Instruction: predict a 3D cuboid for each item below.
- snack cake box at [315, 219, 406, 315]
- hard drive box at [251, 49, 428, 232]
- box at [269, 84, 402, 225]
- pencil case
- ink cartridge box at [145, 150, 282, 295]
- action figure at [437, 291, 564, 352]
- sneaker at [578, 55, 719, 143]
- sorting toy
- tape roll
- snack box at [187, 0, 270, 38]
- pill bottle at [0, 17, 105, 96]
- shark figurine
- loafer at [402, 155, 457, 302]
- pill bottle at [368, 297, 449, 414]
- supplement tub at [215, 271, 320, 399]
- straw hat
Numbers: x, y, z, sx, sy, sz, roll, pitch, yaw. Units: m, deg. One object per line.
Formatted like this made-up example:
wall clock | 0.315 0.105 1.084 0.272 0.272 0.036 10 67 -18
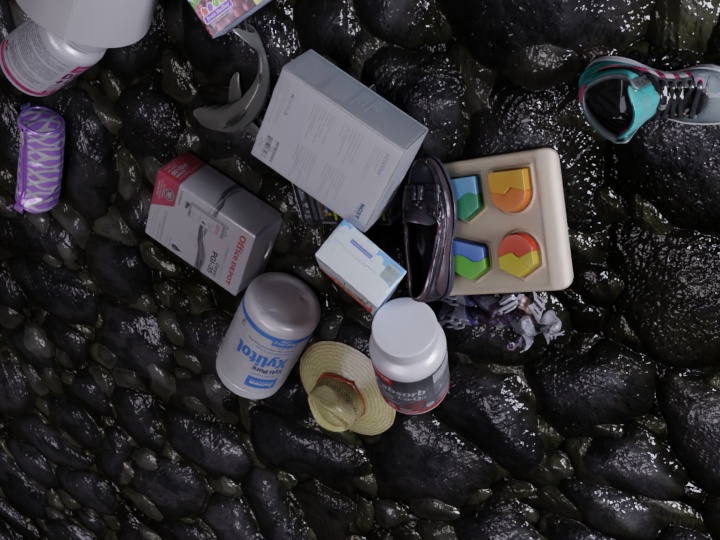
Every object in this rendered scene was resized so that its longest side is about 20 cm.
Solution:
snack cake box | 0.000 0.000 1.304 0.115 0.067 0.200 39 175 3
hard drive box | -0.032 -0.175 1.221 0.199 0.077 0.156 36 132 7
box | -0.034 -0.165 1.311 0.159 0.044 0.201 2 120 31
pencil case | -0.582 -0.198 1.618 0.084 0.086 0.201 29 132 12
ink cartridge box | -0.244 -0.077 1.478 0.199 0.083 0.147 34 132 10
action figure | 0.202 0.064 1.285 0.199 0.070 0.131 15 145 35
sneaker | 0.334 -0.190 1.003 0.199 0.121 0.084 13 125 25
sorting toy | 0.178 -0.060 1.209 0.199 0.036 0.187 -5 96 34
tape roll | -0.374 -0.431 1.252 0.202 0.203 0.139 40 133 4
snack box | -0.153 -0.423 1.176 0.199 0.053 0.143 -29 101 22
pill bottle | -0.475 -0.363 1.421 0.199 0.113 0.114 -18 109 39
shark figurine | -0.177 -0.251 1.320 0.128 0.090 0.215 42 135 0
loafer | 0.090 -0.054 1.221 0.072 0.063 0.202 2 100 40
pill bottle | 0.073 0.128 1.338 0.115 0.116 0.200 22 155 20
supplement tub | -0.158 0.111 1.514 0.132 0.132 0.201 36 132 7
straw hat | -0.041 0.228 1.545 0.200 0.085 0.202 17 128 23
